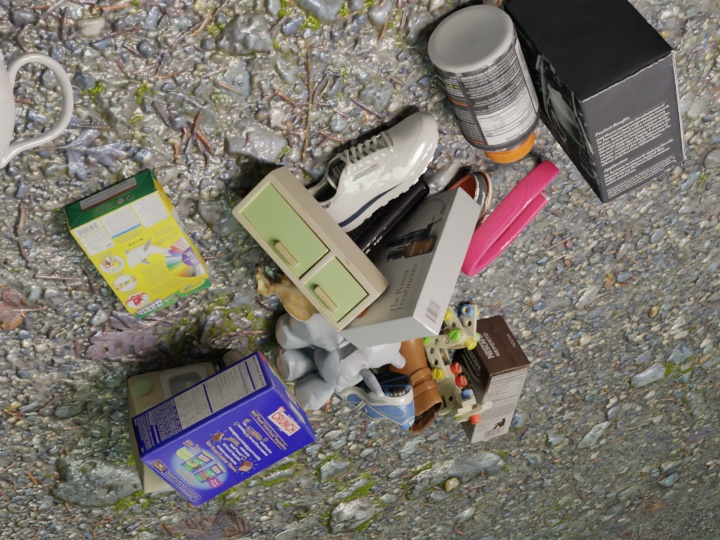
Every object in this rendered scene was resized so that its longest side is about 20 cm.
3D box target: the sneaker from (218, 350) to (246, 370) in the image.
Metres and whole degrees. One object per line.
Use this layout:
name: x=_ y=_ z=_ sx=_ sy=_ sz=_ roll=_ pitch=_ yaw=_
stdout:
sneaker: x=-0.190 y=0.202 z=1.488 sx=0.106 sy=0.075 sz=0.200 roll=-30 pitch=143 yaw=1

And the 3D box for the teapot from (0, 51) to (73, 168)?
teapot: x=-0.393 y=-0.181 z=0.885 sx=0.200 sy=0.196 sz=0.147 roll=46 pitch=64 yaw=-78

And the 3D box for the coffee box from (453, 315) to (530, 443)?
coffee box: x=0.216 y=0.189 z=1.680 sx=0.079 sy=0.113 sz=0.201 roll=-13 pitch=139 yaw=-17

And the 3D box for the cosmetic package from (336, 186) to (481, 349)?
cosmetic package: x=0.063 y=-0.002 z=1.268 sx=0.052 sy=0.201 sz=0.150 roll=37 pitch=148 yaw=-26

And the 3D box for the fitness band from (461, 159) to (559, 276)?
fitness band: x=0.212 y=-0.072 z=1.387 sx=0.200 sy=0.037 sz=0.143 roll=-51 pitch=169 yaw=20

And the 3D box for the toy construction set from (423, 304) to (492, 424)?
toy construction set: x=0.153 y=0.162 z=1.565 sx=0.131 sy=0.201 sz=0.092 roll=-28 pitch=145 yaw=28

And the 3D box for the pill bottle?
pill bottle: x=0.159 y=-0.218 z=1.195 sx=0.106 sy=0.107 sz=0.200 roll=-30 pitch=142 yaw=4

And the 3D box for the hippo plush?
hippo plush: x=-0.020 y=0.099 z=1.441 sx=0.199 sy=0.160 sz=0.160 roll=-21 pitch=-175 yaw=45

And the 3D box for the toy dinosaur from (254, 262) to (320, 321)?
toy dinosaur: x=-0.083 y=0.032 z=1.334 sx=0.199 sy=0.102 sz=0.058 roll=24 pitch=126 yaw=-38

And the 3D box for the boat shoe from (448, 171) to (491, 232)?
boat shoe: x=0.110 y=-0.063 z=1.374 sx=0.062 sy=0.071 sz=0.200 roll=11 pitch=132 yaw=-34

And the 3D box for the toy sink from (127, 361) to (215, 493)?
toy sink: x=-0.268 y=0.214 z=1.429 sx=0.129 sy=0.112 sz=0.201 roll=-11 pitch=139 yaw=-21

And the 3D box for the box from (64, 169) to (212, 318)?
box: x=-0.269 y=-0.025 z=1.213 sx=0.117 sy=0.049 sz=0.201 roll=-25 pitch=139 yaw=-4

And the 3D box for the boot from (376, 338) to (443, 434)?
boot: x=0.082 y=0.144 z=1.516 sx=0.076 sy=0.156 sz=0.201 roll=-1 pitch=135 yaw=-29

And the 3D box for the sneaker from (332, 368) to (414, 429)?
sneaker: x=0.008 y=0.196 z=1.515 sx=0.075 sy=0.199 sz=0.078 roll=-29 pitch=114 yaw=-30

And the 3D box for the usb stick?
usb stick: x=0.012 y=-0.053 z=1.287 sx=0.200 sy=0.055 sz=0.033 roll=-46 pitch=142 yaw=-10

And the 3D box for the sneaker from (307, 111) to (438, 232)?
sneaker: x=0.013 y=-0.132 z=1.239 sx=0.200 sy=0.077 sz=0.080 roll=-43 pitch=130 yaw=17

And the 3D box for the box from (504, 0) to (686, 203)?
box: x=0.286 y=-0.227 z=1.180 sx=0.123 sy=0.201 sz=0.197 roll=-27 pitch=142 yaw=2

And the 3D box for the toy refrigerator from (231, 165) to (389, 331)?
toy refrigerator: x=-0.062 y=-0.027 z=1.209 sx=0.076 sy=0.200 sz=0.070 roll=-41 pitch=-179 yaw=18

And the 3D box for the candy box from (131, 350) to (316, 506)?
candy box: x=-0.183 y=0.218 z=1.332 sx=0.199 sy=0.077 sz=0.169 roll=-27 pitch=141 yaw=1
